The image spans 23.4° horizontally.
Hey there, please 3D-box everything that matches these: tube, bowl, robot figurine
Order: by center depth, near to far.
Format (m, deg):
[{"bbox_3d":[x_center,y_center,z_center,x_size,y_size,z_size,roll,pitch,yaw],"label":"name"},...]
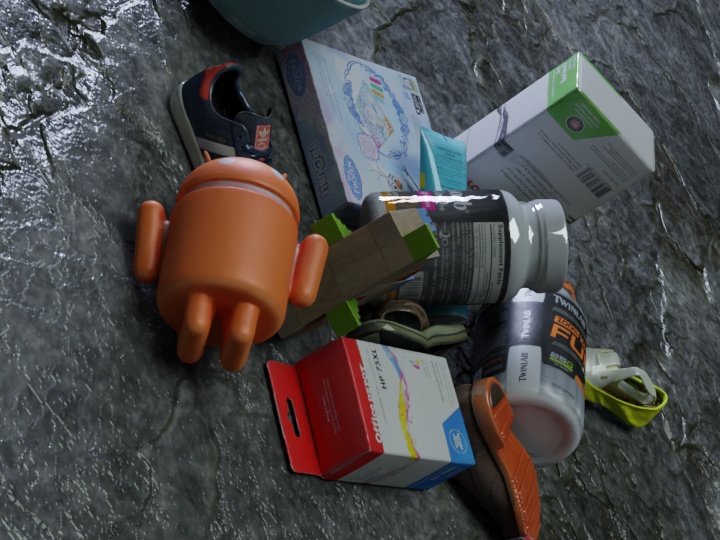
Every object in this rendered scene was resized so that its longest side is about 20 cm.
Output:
[{"bbox_3d":[-0.116,-0.015,1.512,0.117,0.143,0.201,50,38,-46],"label":"robot figurine"},{"bbox_3d":[-0.095,-0.309,1.782,0.200,0.105,0.201,39,23,-20],"label":"bowl"},{"bbox_3d":[0.088,-0.047,1.834,0.077,0.050,0.202,16,71,-53],"label":"tube"}]

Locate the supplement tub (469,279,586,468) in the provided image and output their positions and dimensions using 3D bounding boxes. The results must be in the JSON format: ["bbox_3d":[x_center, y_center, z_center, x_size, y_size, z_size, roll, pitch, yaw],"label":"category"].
[{"bbox_3d":[0.177,0.098,1.832,0.122,0.122,0.201,40,36,-27],"label":"supplement tub"}]

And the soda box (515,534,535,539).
[{"bbox_3d":[0.158,0.357,1.647,0.070,0.063,0.201,35,40,-32],"label":"soda box"}]

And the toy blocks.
[{"bbox_3d":[0.000,0.000,1.620,0.100,0.199,0.137,62,20,6],"label":"toy blocks"}]

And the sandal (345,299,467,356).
[{"bbox_3d":[0.038,0.060,1.717,0.201,0.079,0.058,3,66,-64],"label":"sandal"}]

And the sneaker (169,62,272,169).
[{"bbox_3d":[-0.107,-0.104,1.638,0.075,0.084,0.201,-16,78,-57],"label":"sneaker"}]

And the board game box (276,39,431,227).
[{"bbox_3d":[0.011,-0.136,1.867,0.198,0.043,0.201,13,54,-50],"label":"board game box"}]

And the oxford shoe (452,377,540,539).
[{"bbox_3d":[0.129,0.201,1.741,0.071,0.072,0.201,-52,126,-62],"label":"oxford shoe"}]

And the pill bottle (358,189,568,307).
[{"bbox_3d":[0.102,-0.023,1.746,0.198,0.117,0.117,-2,57,-9],"label":"pill bottle"}]

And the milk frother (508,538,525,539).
[{"bbox_3d":[0.086,0.356,1.429,0.181,0.188,0.200,51,33,-11],"label":"milk frother"}]

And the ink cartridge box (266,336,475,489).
[{"bbox_3d":[0.011,0.134,1.623,0.199,0.067,0.117,13,53,-48],"label":"ink cartridge box"}]

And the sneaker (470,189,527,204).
[{"bbox_3d":[0.158,-0.038,1.897,0.200,0.086,0.076,-81,170,-64],"label":"sneaker"}]

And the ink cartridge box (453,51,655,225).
[{"bbox_3d":[0.219,-0.133,2.007,0.145,0.199,0.084,43,33,-24],"label":"ink cartridge box"}]

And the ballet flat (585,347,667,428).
[{"bbox_3d":[0.286,0.125,2.013,0.199,0.067,0.067,30,42,-38],"label":"ballet flat"}]
